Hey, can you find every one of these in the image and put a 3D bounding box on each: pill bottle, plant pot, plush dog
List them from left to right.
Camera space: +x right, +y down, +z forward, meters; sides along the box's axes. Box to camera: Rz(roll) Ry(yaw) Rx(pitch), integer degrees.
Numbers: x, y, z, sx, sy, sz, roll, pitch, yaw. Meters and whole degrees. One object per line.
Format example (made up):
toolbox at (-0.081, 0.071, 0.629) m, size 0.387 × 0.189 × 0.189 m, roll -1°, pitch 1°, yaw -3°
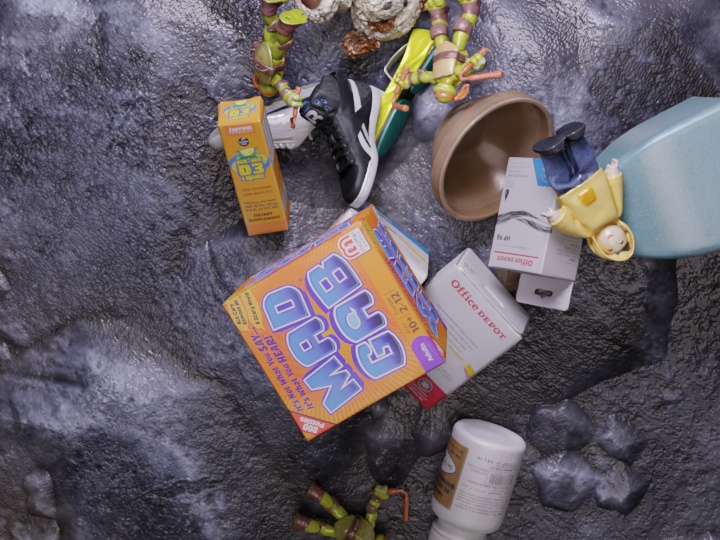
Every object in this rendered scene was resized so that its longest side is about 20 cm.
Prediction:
plush dog at (0.012, -0.401, 1.670) m, size 0.200 × 0.161 × 0.172 m, roll -38°, pitch 115°, yaw 5°
pill bottle at (0.170, 0.337, 1.788) m, size 0.114 × 0.114 × 0.200 m, roll 16°, pitch 100°, yaw 1°
plant pot at (0.170, -0.178, 1.686) m, size 0.201 × 0.201 × 0.093 m, roll -52°, pitch 51°, yaw 10°
plant pot at (0.428, -0.115, 1.643) m, size 0.200 × 0.196 × 0.196 m, roll -21°, pitch 98°, yaw 3°

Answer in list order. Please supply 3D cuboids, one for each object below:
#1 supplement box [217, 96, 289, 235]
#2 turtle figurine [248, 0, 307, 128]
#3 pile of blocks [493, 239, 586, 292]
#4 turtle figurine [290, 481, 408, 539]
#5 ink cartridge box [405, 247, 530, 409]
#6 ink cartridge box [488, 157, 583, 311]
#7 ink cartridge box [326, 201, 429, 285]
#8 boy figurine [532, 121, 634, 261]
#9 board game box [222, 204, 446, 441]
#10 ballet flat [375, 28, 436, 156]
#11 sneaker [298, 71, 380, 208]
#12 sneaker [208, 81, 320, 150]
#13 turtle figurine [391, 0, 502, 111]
supplement box at (-0.153, -0.149, 1.703) m, size 0.066 × 0.069 × 0.200 m, roll -8°, pitch 128°, yaw 6°
turtle figurine at (-0.124, -0.305, 1.640) m, size 0.064 × 0.200 × 0.161 m, roll -4°, pitch 136°, yaw -19°
pile of blocks at (0.277, -0.048, 1.750) m, size 0.200 × 0.082 × 0.062 m, roll -34°, pitch 53°, yaw 0°
turtle figurine at (-0.024, 0.410, 1.831) m, size 0.161 × 0.064 × 0.200 m, roll 26°, pitch 99°, yaw 0°
ink cartridge box at (0.127, 0.087, 1.736) m, size 0.200 × 0.086 × 0.148 m, roll -40°, pitch 95°, yaw 26°
ink cartridge box at (0.247, -0.052, 1.634) m, size 0.067 × 0.116 × 0.200 m, roll 11°, pitch 89°, yaw -34°
ink cartridge box at (0.000, 0.000, 1.695) m, size 0.145 × 0.200 × 0.147 m, roll 39°, pitch 100°, yaw -4°
boy figurine at (0.296, -0.091, 1.551) m, size 0.124 × 0.064 × 0.200 m, roll -30°, pitch 106°, yaw -8°
board game box at (-0.024, 0.060, 1.504) m, size 0.200 × 0.200 × 0.200 m, roll -31°, pitch 96°, yaw 8°
ballet flat at (0.053, -0.264, 1.722) m, size 0.067 × 0.067 × 0.200 m, roll 34°, pitch 98°, yaw 19°
sneaker at (-0.037, -0.186, 1.647) m, size 0.112 × 0.073 × 0.200 m, roll 18°, pitch 57°, yaw -23°
sneaker at (-0.127, -0.209, 1.734) m, size 0.200 × 0.076 × 0.081 m, roll -19°, pitch 108°, yaw 8°
turtle figurine at (0.129, -0.294, 1.610) m, size 0.064 × 0.200 × 0.162 m, roll 19°, pitch 72°, yaw -38°
